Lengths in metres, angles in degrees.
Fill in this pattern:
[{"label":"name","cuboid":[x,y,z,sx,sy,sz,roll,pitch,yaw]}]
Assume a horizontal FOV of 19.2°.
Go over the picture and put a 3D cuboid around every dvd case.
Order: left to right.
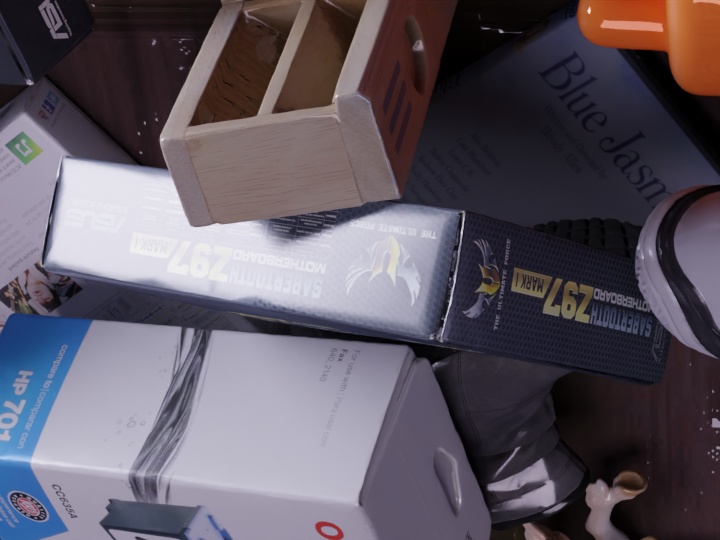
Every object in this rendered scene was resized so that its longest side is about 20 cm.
[{"label":"dvd case","cuboid":[0.067,-0.022,0.939,0.200,0.018,0.143,-30,115,30]}]

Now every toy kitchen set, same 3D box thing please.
[{"label":"toy kitchen set","cuboid":[0.006,-0.156,0.744,0.163,0.181,0.201,-8,123,17]}]

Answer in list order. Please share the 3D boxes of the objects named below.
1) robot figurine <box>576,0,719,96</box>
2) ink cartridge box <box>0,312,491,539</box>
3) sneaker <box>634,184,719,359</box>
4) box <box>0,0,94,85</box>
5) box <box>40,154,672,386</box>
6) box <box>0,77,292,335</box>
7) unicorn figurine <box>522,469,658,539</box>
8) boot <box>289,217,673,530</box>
[{"label":"robot figurine","cuboid":[0.180,-0.119,0.776,0.199,0.117,0.145,1,88,12]},{"label":"ink cartridge box","cuboid":[-0.059,0.099,0.942,0.199,0.086,0.147,5,142,24]},{"label":"sneaker","cuboid":[0.206,0.024,0.774,0.199,0.075,0.115,28,162,-13]},{"label":"box","cuboid":[-0.216,-0.153,0.841,0.199,0.049,0.162,8,132,37]},{"label":"box","cuboid":[0.000,0.000,0.828,0.199,0.051,0.157,9,177,37]},{"label":"box","cuboid":[-0.127,0.019,1.006,0.144,0.036,0.200,-32,113,32]},{"label":"unicorn figurine","cuboid":[0.175,0.164,1.034,0.199,0.074,0.138,21,140,15]},{"label":"boot","cuboid":[0.075,0.053,0.950,0.199,0.070,0.132,-10,129,34]}]
